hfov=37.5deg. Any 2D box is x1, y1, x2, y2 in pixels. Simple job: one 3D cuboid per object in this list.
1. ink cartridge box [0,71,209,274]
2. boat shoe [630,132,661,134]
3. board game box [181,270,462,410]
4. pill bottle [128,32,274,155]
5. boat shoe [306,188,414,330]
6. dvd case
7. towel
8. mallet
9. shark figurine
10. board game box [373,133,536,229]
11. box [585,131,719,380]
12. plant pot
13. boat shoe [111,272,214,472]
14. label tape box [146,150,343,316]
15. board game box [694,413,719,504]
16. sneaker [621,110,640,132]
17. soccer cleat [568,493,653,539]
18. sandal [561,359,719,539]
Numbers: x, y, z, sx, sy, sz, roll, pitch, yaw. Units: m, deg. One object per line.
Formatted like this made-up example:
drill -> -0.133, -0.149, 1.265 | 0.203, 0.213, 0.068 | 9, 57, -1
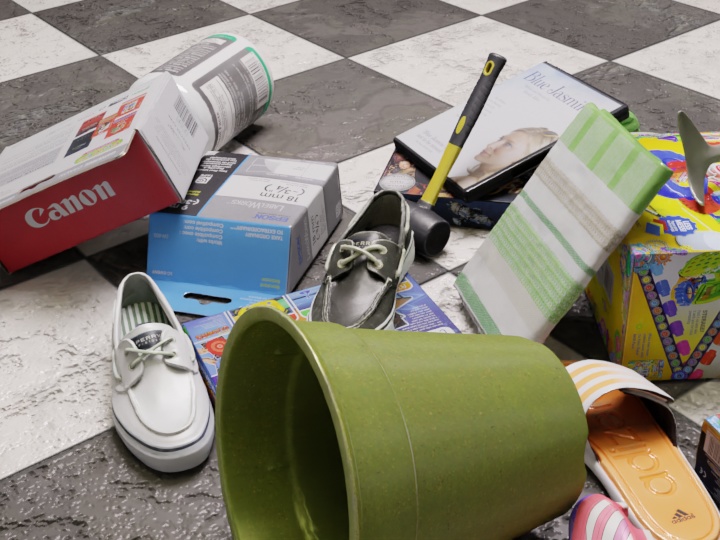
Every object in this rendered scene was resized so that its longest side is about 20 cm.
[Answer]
ink cartridge box -> -0.261, -0.082, 0.995 | 0.200, 0.084, 0.176 | -21, 29, 17
boat shoe -> 0.306, -0.083, 1.014 | 0.201, 0.072, 0.061 | 7, 33, -1
board game box -> -0.028, 0.064, 0.854 | 0.199, 0.035, 0.135 | -15, 35, -18
pill bottle -> -0.191, -0.181, 1.181 | 0.113, 0.113, 0.200 | 13, 35, 23
boat shoe -> 0.000, 0.000, 0.858 | 0.070, 0.064, 0.200 | 5, 33, 11
dvd case -> 0.152, -0.146, 1.083 | 0.200, 0.018, 0.143 | -28, 39, -15
towel -> 0.159, -0.025, 0.849 | 0.031, 0.200, 0.149 | 27, 20, -25
mallet -> 0.079, -0.115, 1.009 | 0.066, 0.201, 0.041 | 21, 0, 38
shark figurine -> 0.352, -0.103, 0.819 | 0.214, 0.090, 0.128 | 11, 33, 13
board game box -> 0.125, -0.091, 1.086 | 0.199, 0.035, 0.136 | 6, 33, 13
box -> 0.291, -0.018, 0.880 | 0.192, 0.122, 0.200 | -2, 32, -1
plant pot -> 0.033, 0.113, 0.660 | 0.189, 0.201, 0.200 | -5, 30, -28
boat shoe -> -0.166, 0.072, 0.823 | 0.073, 0.067, 0.200 | -15, 34, -18
label tape box -> -0.115, -0.038, 0.997 | 0.144, 0.063, 0.200 | 7, 33, 16
board game box -> 0.338, 0.153, 0.667 | 0.165, 0.057, 0.200 | -10, 33, -15
sneaker -> 0.205, -0.168, 1.164 | 0.199, 0.077, 0.084 | 5, 37, 11
soccer cleat -> 0.139, 0.205, 0.597 | 0.076, 0.067, 0.200 | -9, 35, -1
sandal -> 0.191, 0.110, 0.742 | 0.079, 0.059, 0.207 | -12, 33, -14
